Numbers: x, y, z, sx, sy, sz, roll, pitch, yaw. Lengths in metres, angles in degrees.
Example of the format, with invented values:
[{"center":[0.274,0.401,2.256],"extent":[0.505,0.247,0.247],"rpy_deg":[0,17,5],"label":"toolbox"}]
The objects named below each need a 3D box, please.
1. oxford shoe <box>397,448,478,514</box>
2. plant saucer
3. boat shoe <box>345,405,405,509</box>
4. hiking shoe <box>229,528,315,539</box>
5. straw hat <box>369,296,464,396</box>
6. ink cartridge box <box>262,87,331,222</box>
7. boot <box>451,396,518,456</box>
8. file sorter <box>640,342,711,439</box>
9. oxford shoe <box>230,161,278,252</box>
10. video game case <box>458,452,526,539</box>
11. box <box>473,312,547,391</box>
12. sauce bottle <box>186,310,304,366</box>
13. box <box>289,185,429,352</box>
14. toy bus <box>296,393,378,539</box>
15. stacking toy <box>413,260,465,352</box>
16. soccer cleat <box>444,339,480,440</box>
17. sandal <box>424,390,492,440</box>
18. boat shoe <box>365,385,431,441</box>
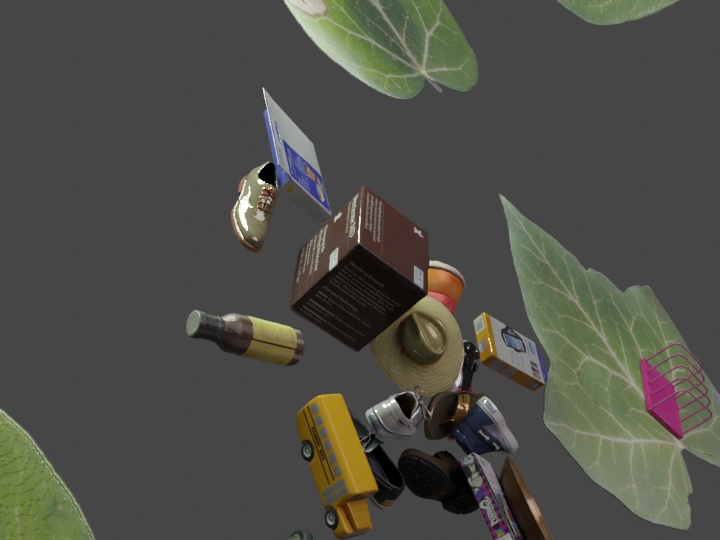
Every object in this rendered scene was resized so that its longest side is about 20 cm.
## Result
[{"center":[0.127,0.344,1.501],"extent":[0.199,0.072,0.086],"rpy_deg":[40,28,-38],"label":"oxford shoe"},{"center":[0.300,0.436,1.593],"extent":[0.203,0.035,0.201],"rpy_deg":[61,7,-12],"label":"plant saucer"},{"center":[0.006,0.285,1.414],"extent":[0.074,0.062,0.202],"rpy_deg":[-16,69,-54],"label":"boat shoe"},{"center":[-0.129,0.379,1.136],"extent":[0.102,0.075,0.199],"rpy_deg":[54,33,1],"label":"hiking shoe"},{"center":[0.118,0.121,1.613],"extent":[0.196,0.085,0.206],"rpy_deg":[5,68,-12],"label":"straw hat"},{"center":[-0.137,-0.221,1.712],"extent":[0.200,0.046,0.201],"rpy_deg":[40,30,-51],"label":"ink cartridge box"},{"center":[0.218,0.297,1.563],"extent":[0.073,0.090,0.201],"rpy_deg":[46,-6,38],"label":"boot"},{"center":[0.859,0.318,2.379],"extent":[0.138,0.125,0.202],"rpy_deg":[39,33,-17],"label":"file sorter"},{"center":[-0.185,-0.121,1.576],"extent":[0.070,0.075,0.203],"rpy_deg":[27,39,-31],"label":"oxford shoe"},{"center":[0.237,0.413,1.515],"extent":[0.184,0.035,0.200],"rpy_deg":[66,8,21],"label":"video game case"},{"center":[0.336,0.186,1.948],"extent":[0.198,0.041,0.121],"rpy_deg":[32,36,-32],"label":"box"},{"center":[-0.178,0.102,1.368],"extent":[0.198,0.064,0.066],"rpy_deg":[21,42,-40],"label":"sauce bottle"},{"center":[0.000,0.000,1.567],"extent":[0.163,0.200,0.168],"rpy_deg":[33,35,-22],"label":"box"},{"center":[-0.032,0.298,1.337],"extent":[0.064,0.078,0.203],"rpy_deg":[6,52,-47],"label":"toy bus"},{"center":[0.130,0.096,1.729],"extent":[0.145,0.145,0.204],"rpy_deg":[28,55,-30],"label":"stacking toy"},{"center":[0.174,0.230,1.683],"extent":[0.070,0.085,0.204],"rpy_deg":[38,56,-35],"label":"soccer cleat"},{"center":[0.186,0.258,1.588],"extent":[0.197,0.053,0.083],"rpy_deg":[-1,89,-45],"label":"sandal"},{"center":[0.077,0.233,1.483],"extent":[0.075,0.086,0.201],"rpy_deg":[57,11,20],"label":"boat shoe"}]
